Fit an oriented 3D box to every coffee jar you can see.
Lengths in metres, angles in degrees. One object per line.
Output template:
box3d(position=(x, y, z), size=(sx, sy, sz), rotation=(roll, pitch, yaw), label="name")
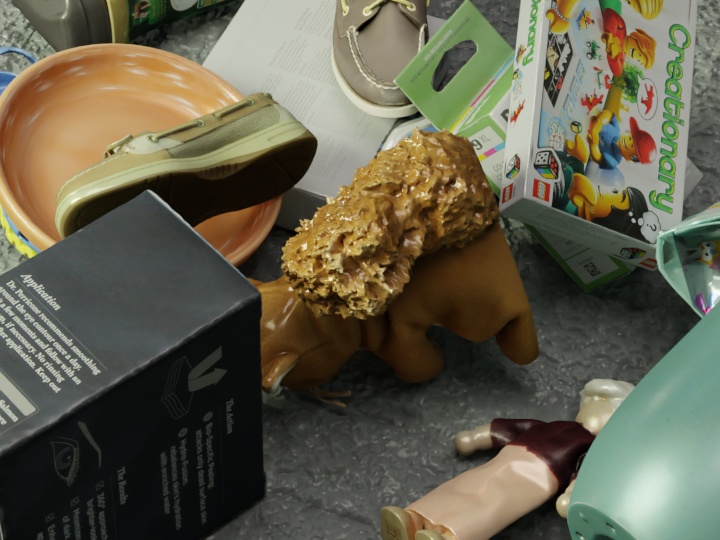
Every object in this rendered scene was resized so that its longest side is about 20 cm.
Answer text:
box3d(position=(-0.156, -0.226, 1.896), size=(0.200, 0.086, 0.104), rotation=(-25, 50, -23), label="coffee jar")

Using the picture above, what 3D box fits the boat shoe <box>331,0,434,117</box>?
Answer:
box3d(position=(0.016, -0.186, 1.811), size=(0.072, 0.060, 0.200), rotation=(1, 41, -4), label="boat shoe")

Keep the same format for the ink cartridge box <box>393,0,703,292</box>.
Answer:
box3d(position=(0.129, -0.095, 1.744), size=(0.200, 0.059, 0.104), rotation=(47, 55, -9), label="ink cartridge box")

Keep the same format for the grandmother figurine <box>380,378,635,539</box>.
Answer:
box3d(position=(0.106, 0.127, 1.619), size=(0.200, 0.061, 0.121), rotation=(-28, 44, -27), label="grandmother figurine")

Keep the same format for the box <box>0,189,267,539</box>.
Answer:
box3d(position=(-0.166, 0.092, 1.545), size=(0.200, 0.197, 0.117), rotation=(-31, 56, -26), label="box")

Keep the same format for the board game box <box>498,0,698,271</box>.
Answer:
box3d(position=(0.160, -0.112, 1.711), size=(0.126, 0.035, 0.201), rotation=(19, 64, -26), label="board game box")

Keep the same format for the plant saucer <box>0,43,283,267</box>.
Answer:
box3d(position=(-0.151, -0.064, 1.707), size=(0.199, 0.038, 0.201), rotation=(9, 52, -12), label="plant saucer")

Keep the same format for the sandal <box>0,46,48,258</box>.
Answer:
box3d(position=(-0.223, -0.080, 1.769), size=(0.079, 0.087, 0.200), rotation=(-24, 55, -23), label="sandal")

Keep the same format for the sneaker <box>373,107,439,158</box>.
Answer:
box3d(position=(0.077, -0.081, 1.785), size=(0.077, 0.076, 0.200), rotation=(31, 56, 28), label="sneaker")

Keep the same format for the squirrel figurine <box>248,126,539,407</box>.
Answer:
box3d(position=(0.000, 0.000, 1.638), size=(0.186, 0.200, 0.142), rotation=(-20, 61, -2), label="squirrel figurine")

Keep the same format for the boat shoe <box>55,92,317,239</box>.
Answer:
box3d(position=(-0.120, -0.067, 1.652), size=(0.200, 0.073, 0.063), rotation=(-22, 58, -35), label="boat shoe")

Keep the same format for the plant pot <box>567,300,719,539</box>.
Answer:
box3d(position=(0.222, 0.141, 1.526), size=(0.161, 0.201, 0.201), rotation=(-37, 59, -17), label="plant pot")

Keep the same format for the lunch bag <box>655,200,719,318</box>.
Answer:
box3d(position=(0.296, 0.005, 1.652), size=(0.200, 0.122, 0.170), rotation=(25, 17, 15), label="lunch bag")

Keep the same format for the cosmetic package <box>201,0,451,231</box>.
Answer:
box3d(position=(-0.039, -0.120, 1.832), size=(0.150, 0.052, 0.200), rotation=(20, 51, 13), label="cosmetic package")
